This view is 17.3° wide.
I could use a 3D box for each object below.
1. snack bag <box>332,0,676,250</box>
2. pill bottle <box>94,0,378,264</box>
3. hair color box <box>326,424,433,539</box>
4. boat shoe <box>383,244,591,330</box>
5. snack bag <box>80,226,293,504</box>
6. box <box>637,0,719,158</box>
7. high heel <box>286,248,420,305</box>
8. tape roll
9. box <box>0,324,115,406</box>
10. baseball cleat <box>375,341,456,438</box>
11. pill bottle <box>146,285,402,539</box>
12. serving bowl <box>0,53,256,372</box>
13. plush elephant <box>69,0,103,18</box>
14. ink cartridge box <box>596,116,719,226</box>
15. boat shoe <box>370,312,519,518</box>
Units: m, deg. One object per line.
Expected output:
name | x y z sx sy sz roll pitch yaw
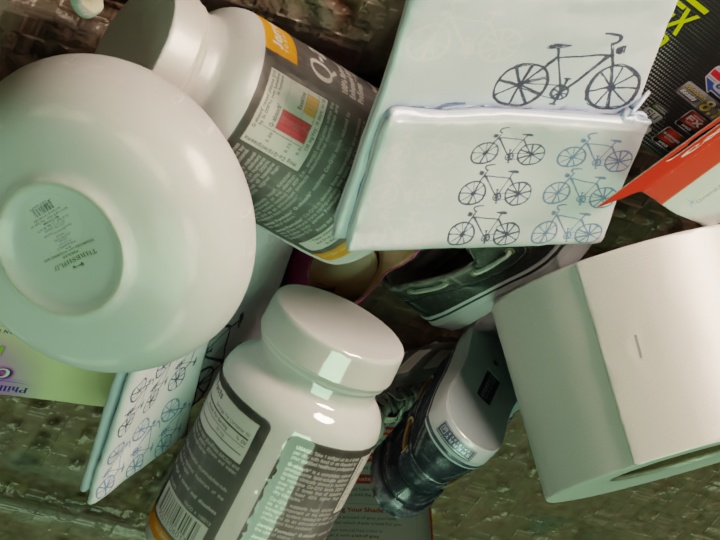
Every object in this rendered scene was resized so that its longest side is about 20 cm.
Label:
snack bag | 0.093 -0.095 1.431 0.188 0.021 0.201 0 129 -25
pill bottle | -0.065 -0.093 1.480 0.200 0.117 0.116 29 129 -31
hair color box | -0.001 0.181 1.724 0.101 0.201 0.061 2 138 -5
boat shoe | 0.092 -0.023 1.599 0.071 0.072 0.200 22 134 -31
snack bag | -0.104 0.045 1.579 0.021 0.200 0.189 34 130 16
box | 0.188 -0.167 1.468 0.200 0.044 0.160 32 128 -33
high heel | 0.000 0.000 1.602 0.067 0.096 0.200 18 134 -21
tape roll | 0.201 0.062 1.589 0.202 0.140 0.203 -15 169 -3
box | -0.201 -0.012 1.578 0.175 0.097 0.200 7 136 -10
baseball cleat | 0.023 0.096 1.701 0.199 0.107 0.070 5 123 -12
pill bottle | -0.056 0.119 1.588 0.116 0.116 0.201 20 110 -23
serving bowl | -0.165 -0.024 1.405 0.199 0.066 0.201 8 114 19
plush elephant | -0.146 -0.235 1.310 0.199 0.155 0.165 -28 97 -19
ink cartridge box | 0.257 -0.081 1.478 0.162 0.200 0.057 -38 85 33
boat shoe | 0.065 0.097 1.650 0.071 0.200 0.091 47 117 -2
